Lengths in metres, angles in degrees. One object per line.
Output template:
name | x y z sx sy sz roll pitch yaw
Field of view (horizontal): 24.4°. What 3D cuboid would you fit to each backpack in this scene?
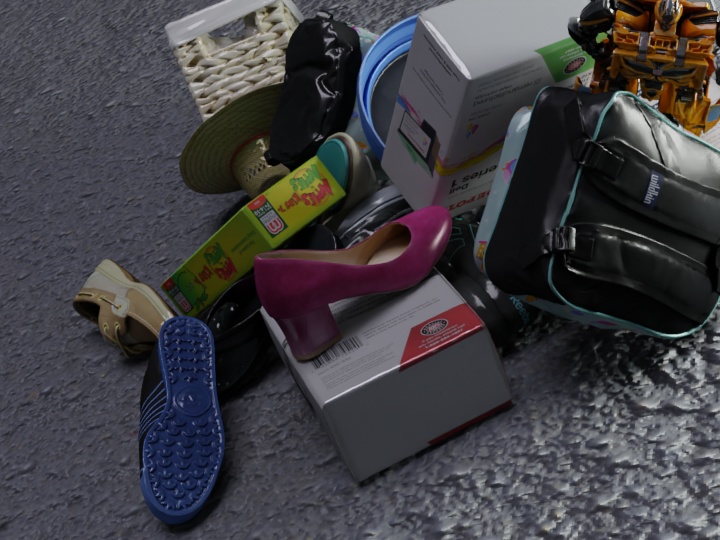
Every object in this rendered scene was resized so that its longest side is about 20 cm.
backpack | 0.020 -0.156 1.661 0.200 0.167 0.127 12 7 -37
backpack | 0.198 -0.040 1.302 0.153 0.200 0.176 10 83 59

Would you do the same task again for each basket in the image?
basket | -0.110 -0.208 1.819 0.136 0.123 0.200 -21 -15 8

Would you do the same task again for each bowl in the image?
bowl | 0.093 -0.153 1.559 0.201 0.039 0.201 5 61 -8

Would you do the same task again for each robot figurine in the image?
robot figurine | 0.232 -0.153 1.306 0.145 0.200 0.058 8 73 7

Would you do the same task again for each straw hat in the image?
straw hat | -0.089 -0.106 1.741 0.201 0.201 0.085 -28 68 -7

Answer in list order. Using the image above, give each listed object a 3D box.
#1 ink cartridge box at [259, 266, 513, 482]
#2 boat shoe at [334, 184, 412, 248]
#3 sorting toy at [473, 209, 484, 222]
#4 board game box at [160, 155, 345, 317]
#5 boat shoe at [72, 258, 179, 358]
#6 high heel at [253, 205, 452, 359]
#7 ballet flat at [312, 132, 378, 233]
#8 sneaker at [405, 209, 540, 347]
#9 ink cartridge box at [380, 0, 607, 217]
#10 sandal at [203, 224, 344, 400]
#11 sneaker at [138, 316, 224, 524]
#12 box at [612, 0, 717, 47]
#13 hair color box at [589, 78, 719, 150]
ink cartridge box | 0.018 0.068 1.376 0.147 0.083 0.200 -26 27 -6
boat shoe | 0.000 0.000 1.539 0.200 0.072 0.071 -43 39 -12
sorting toy | 0.195 -0.062 1.515 0.200 0.036 0.185 -34 29 -20
board game box | -0.104 -0.027 1.567 0.102 0.048 0.200 -38 1 -35
boat shoe | -0.220 0.050 1.615 0.066 0.074 0.200 -45 30 -11
high heel | -0.005 -0.020 1.353 0.200 0.096 0.067 -37 31 -26
ballet flat | -0.020 -0.075 1.596 0.069 0.069 0.200 -43 -4 -32
sneaker | 0.104 -0.006 1.449 0.079 0.075 0.200 -34 38 -2
ink cartridge box | 0.110 -0.145 1.413 0.145 0.200 0.084 -23 62 -23
sandal | -0.099 0.033 1.491 0.200 0.048 0.075 -49 45 4
sneaker | -0.154 0.138 1.413 0.070 0.078 0.200 9 49 -10
box | 0.250 -0.309 1.732 0.124 0.197 0.200 -33 29 -17
hair color box | 0.289 -0.110 1.444 0.100 0.061 0.200 -30 45 -16
